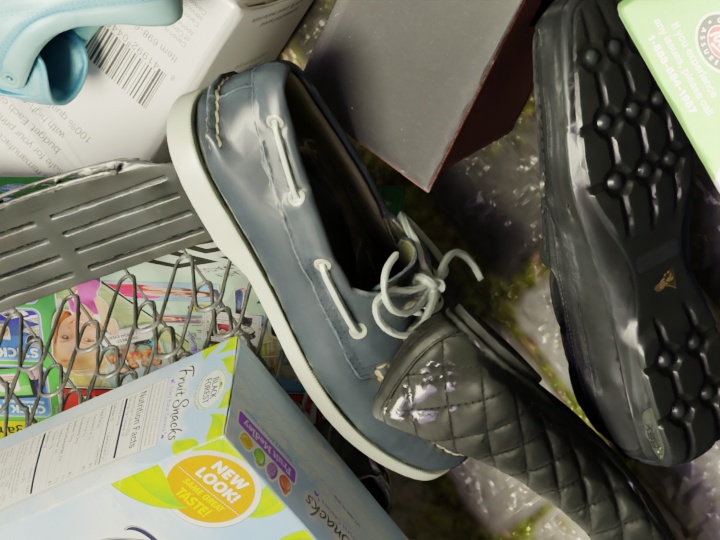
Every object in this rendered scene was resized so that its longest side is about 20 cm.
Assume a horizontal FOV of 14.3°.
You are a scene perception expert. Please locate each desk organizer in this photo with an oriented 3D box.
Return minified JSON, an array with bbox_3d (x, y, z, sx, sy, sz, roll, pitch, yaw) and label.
[{"bbox_3d":[0.056,-0.139,1.131,0.072,0.077,0.200,36,122,15],"label":"desk organizer"}]

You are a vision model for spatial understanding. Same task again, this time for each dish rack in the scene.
[{"bbox_3d":[-0.091,0.043,1.193,0.153,0.055,0.200,-20,128,18],"label":"dish rack"}]

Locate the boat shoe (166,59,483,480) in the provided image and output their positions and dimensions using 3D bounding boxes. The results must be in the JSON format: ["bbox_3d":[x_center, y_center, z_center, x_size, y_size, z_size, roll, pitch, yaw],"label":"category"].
[{"bbox_3d":[0.000,0.000,1.152,0.062,0.075,0.200,-20,112,31],"label":"boat shoe"}]

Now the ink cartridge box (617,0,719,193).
[{"bbox_3d":[0.217,-0.087,1.022,0.200,0.084,0.146,-33,81,27],"label":"ink cartridge box"}]

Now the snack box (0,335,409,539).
[{"bbox_3d":[-0.090,0.136,1.194,0.200,0.068,0.169,-25,124,22],"label":"snack box"}]

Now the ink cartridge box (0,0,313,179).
[{"bbox_3d":[-0.128,-0.094,1.257,0.146,0.085,0.200,43,122,12],"label":"ink cartridge box"}]

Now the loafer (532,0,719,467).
[{"bbox_3d":[0.098,-0.016,1.153,0.070,0.068,0.201,9,118,52],"label":"loafer"}]

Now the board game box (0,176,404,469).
[{"bbox_3d":[-0.080,0.023,1.236,0.200,0.029,0.135,1,125,5],"label":"board game box"}]

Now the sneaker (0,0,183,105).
[{"bbox_3d":[-0.157,-0.098,1.178,0.200,0.074,0.082,-19,93,36],"label":"sneaker"}]

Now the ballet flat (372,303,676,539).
[{"bbox_3d":[0.075,0.085,1.165,0.057,0.066,0.200,-43,124,3],"label":"ballet flat"}]
